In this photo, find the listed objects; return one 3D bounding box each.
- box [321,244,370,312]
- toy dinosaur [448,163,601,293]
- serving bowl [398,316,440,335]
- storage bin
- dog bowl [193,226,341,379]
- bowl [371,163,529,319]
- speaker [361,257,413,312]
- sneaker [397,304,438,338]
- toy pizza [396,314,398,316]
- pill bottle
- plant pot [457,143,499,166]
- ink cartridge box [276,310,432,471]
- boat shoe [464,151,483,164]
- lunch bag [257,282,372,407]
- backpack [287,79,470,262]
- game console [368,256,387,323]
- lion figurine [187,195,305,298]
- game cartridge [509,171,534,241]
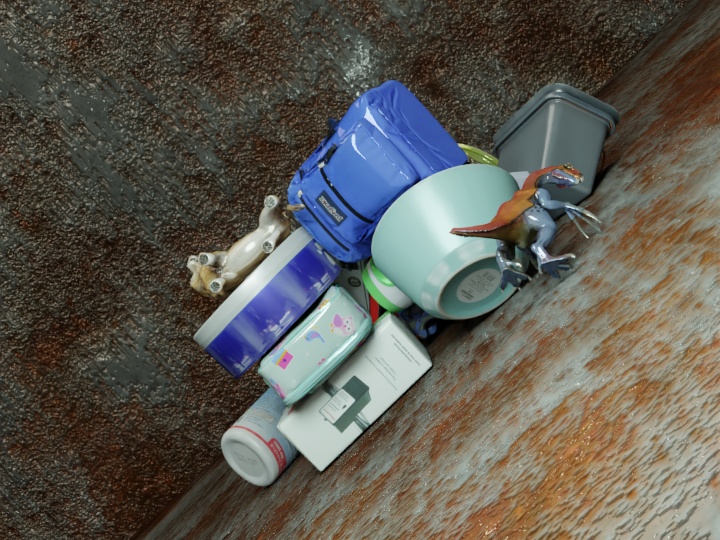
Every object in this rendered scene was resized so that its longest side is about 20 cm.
[{"bbox_3d":[0.000,0.000,1.517,0.117,0.059,0.202,-66,-26,-46],"label":"box"},{"bbox_3d":[0.187,-0.067,1.113,0.104,0.200,0.183,-25,42,29],"label":"toy dinosaur"},{"bbox_3d":[0.122,0.016,1.612,0.200,0.065,0.202,25,-90,-85],"label":"serving bowl"},{"bbox_3d":[0.276,-0.146,1.508,0.200,0.144,0.136,-41,30,61],"label":"storage bin"},{"bbox_3d":[-0.118,0.042,1.344,0.200,0.079,0.200,-46,2,2],"label":"dog bowl"},{"bbox_3d":[0.123,-0.018,1.248,0.199,0.106,0.202,-16,-39,-13],"label":"bowl"},{"bbox_3d":[0.095,-0.035,1.370,0.200,0.089,0.088,-43,1,21],"label":"speaker"},{"bbox_3d":[0.131,0.025,1.449,0.075,0.079,0.200,-16,-19,-50],"label":"sneaker"},{"bbox_3d":[0.068,0.015,1.801,0.031,0.203,0.200,-3,-2,-4],"label":"toy pizza"},{"bbox_3d":[-0.126,0.245,1.696,0.200,0.109,0.109,-45,1,-40],"label":"pill bottle"},{"bbox_3d":[0.176,-0.090,1.864,0.185,0.200,0.200,-56,5,-18],"label":"plant pot"},{"bbox_3d":[-0.007,0.153,1.366,0.200,0.083,0.147,-43,2,3],"label":"ink cartridge box"},{"bbox_3d":[0.123,-0.131,1.440,0.072,0.198,0.077,131,142,-59],"label":"boat shoe"},{"bbox_3d":[-0.061,0.095,1.339,0.160,0.077,0.200,-46,2,0],"label":"lunch bag"},{"bbox_3d":[0.000,-0.112,1.302,0.200,0.163,0.167,-43,-6,37],"label":"backpack"},{"bbox_3d":[0.052,-0.020,1.530,0.031,0.179,0.200,5,21,18],"label":"game console"},{"bbox_3d":[-0.141,-0.028,1.332,0.199,0.073,0.122,-31,-3,10],"label":"lion figurine"},{"bbox_3d":[0.149,-0.066,1.449,0.198,0.134,0.041,-18,47,7],"label":"game cartridge"}]
